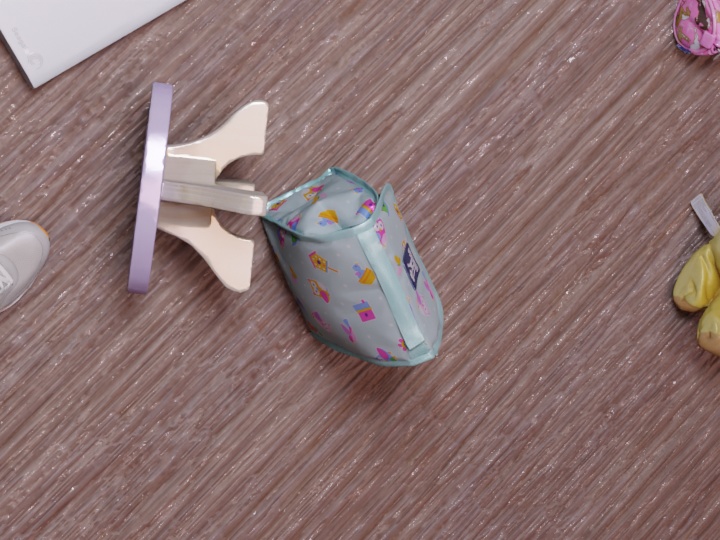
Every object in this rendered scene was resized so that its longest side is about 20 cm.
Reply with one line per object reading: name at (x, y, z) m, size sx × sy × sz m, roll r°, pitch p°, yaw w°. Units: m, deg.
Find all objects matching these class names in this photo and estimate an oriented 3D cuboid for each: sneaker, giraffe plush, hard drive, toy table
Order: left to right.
sneaker at (-0.364, 0.033, 1.230) m, size 0.200 × 0.092 × 0.076 m, roll -42°, pitch 117°, yaw -12°
hard drive at (-0.256, -0.279, 1.247) m, size 0.200 × 0.026 × 0.132 m, roll -34°, pitch 115°, yaw -16°
toy table at (-0.155, -0.073, 1.275) m, size 0.117 × 0.184 × 0.200 m, roll 6°, pitch 109°, yaw -10°
giraffe plush at (0.496, 0.005, 1.635) m, size 0.162 × 0.172 × 0.200 m, roll 9°, pitch 63°, yaw -38°

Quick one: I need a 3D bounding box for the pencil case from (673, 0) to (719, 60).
pencil case at (0.469, -0.294, 1.570) m, size 0.200 × 0.083 × 0.087 m, roll -5°, pitch 104°, yaw -26°

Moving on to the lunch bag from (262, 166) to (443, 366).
lunch bag at (0.000, 0.000, 1.341) m, size 0.122 × 0.200 × 0.171 m, roll -31°, pitch 113°, yaw -17°
